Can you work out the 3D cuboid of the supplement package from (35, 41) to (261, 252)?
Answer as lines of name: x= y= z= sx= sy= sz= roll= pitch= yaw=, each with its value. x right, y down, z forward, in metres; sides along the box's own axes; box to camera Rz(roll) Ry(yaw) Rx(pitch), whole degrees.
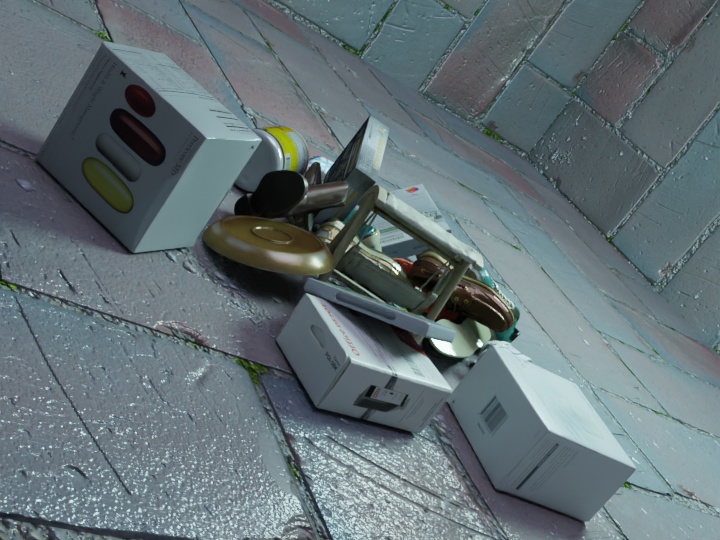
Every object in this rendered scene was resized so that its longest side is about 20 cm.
supplement package: x=-0.282 y=-0.161 z=1.329 sx=0.200 sy=0.192 sz=0.147 roll=41 pitch=19 yaw=15

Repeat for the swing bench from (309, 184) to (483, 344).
swing bench: x=0.055 y=-0.011 z=1.577 sx=0.198 sy=0.200 sz=0.130 roll=33 pitch=18 yaw=-13

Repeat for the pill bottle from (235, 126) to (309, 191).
pill bottle: x=-0.160 y=-0.204 z=1.799 sx=0.109 sy=0.110 sz=0.200 roll=39 pitch=17 yaw=7

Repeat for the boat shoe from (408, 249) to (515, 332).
boat shoe: x=0.167 y=0.046 z=1.688 sx=0.200 sy=0.072 sz=0.068 roll=36 pitch=52 yaw=13

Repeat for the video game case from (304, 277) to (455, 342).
video game case: x=0.033 y=0.058 z=1.404 sx=0.181 sy=0.022 sz=0.200 roll=21 pitch=-1 yaw=17

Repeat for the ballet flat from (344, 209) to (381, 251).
ballet flat: x=-0.004 y=-0.058 z=1.807 sx=0.069 sy=0.070 sz=0.200 roll=30 pitch=8 yaw=-20

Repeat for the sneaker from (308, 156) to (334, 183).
sneaker: x=-0.064 y=-0.178 z=1.985 sx=0.199 sy=0.072 sz=0.073 roll=3 pitch=45 yaw=-55

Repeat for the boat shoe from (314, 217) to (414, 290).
boat shoe: x=0.000 y=0.000 z=1.692 sx=0.199 sy=0.072 sz=0.076 roll=35 pitch=44 yaw=-7

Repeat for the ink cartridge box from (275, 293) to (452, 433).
ink cartridge box: x=0.004 y=0.126 z=1.332 sx=0.199 sy=0.083 sz=0.147 roll=21 pitch=22 yaw=-40

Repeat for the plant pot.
plant pot: x=-0.132 y=-0.043 z=1.474 sx=0.199 sy=0.028 sz=0.200 roll=14 pitch=18 yaw=-5

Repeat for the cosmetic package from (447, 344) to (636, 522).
cosmetic package: x=0.267 y=0.242 z=1.485 sx=0.199 sy=0.123 sz=0.200 roll=27 pitch=21 yaw=-33

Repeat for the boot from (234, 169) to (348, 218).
boot: x=-0.078 y=-0.125 z=1.604 sx=0.199 sy=0.186 sz=0.065 roll=-8 pitch=86 yaw=-41

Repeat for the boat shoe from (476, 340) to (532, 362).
boat shoe: x=0.235 y=0.157 z=1.735 sx=0.065 sy=0.074 sz=0.200 roll=40 pitch=7 yaw=26

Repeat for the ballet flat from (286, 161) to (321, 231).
ballet flat: x=-0.100 y=-0.134 z=1.789 sx=0.046 sy=0.068 sz=0.201 roll=0 pitch=37 yaw=7

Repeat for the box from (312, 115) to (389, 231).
box: x=-0.019 y=-0.173 z=1.831 sx=0.048 sy=0.159 sz=0.201 roll=32 pitch=34 yaw=-14

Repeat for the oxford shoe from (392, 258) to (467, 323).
oxford shoe: x=0.112 y=0.036 z=1.804 sx=0.200 sy=0.071 sz=0.073 roll=37 pitch=6 yaw=-27

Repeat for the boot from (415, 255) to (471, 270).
boot: x=0.164 y=-0.004 z=1.909 sx=0.182 sy=0.073 sz=0.200 roll=41 pitch=6 yaw=14

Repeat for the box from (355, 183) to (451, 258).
box: x=0.076 y=-0.093 z=1.930 sx=0.155 sy=0.041 sz=0.200 roll=-14 pitch=34 yaw=-7

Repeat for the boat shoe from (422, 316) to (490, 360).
boat shoe: x=0.153 y=0.121 z=1.669 sx=0.074 sy=0.063 sz=0.201 roll=58 pitch=26 yaw=12

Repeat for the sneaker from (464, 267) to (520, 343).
sneaker: x=0.239 y=0.060 z=1.780 sx=0.071 sy=0.080 sz=0.201 roll=52 pitch=-15 yaw=46
